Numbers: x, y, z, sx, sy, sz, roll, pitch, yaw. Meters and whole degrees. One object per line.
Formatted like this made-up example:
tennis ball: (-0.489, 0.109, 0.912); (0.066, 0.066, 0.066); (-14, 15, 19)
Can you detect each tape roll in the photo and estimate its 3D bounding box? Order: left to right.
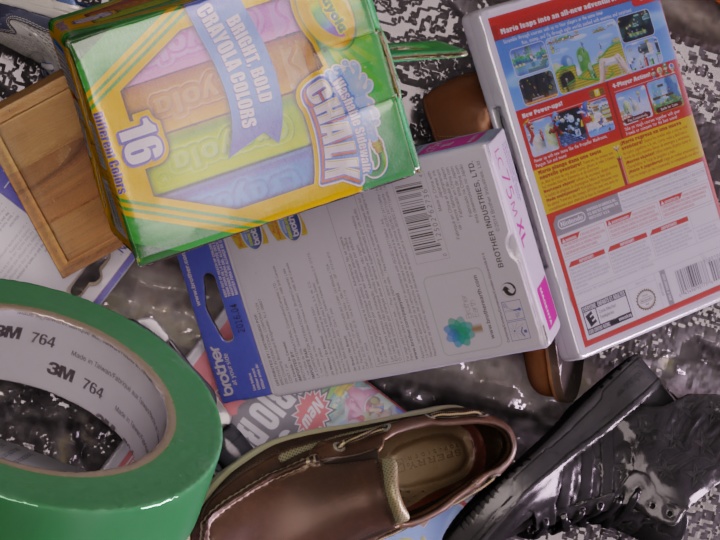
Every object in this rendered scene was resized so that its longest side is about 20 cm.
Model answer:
tape roll: (-0.171, 0.078, 1.233); (0.200, 0.201, 0.048); (17, 118, -6)

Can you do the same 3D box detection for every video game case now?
video game case: (-0.033, 0.125, 1.397); (0.200, 0.017, 0.143); (38, 83, -4)
video game case: (0.141, -0.064, 1.378); (0.143, 0.017, 0.201); (-19, 95, -38)

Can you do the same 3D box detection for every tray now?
tray: (-0.100, -0.088, 1.327); (0.199, 0.037, 0.099); (-29, 103, -5)

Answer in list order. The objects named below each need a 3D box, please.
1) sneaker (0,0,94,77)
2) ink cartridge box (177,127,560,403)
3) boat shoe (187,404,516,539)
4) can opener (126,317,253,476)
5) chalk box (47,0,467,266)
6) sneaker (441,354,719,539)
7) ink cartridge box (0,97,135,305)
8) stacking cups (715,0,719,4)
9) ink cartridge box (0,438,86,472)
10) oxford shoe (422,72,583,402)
sneaker: (-0.135, -0.095, 1.369); (0.199, 0.077, 0.085); (25, 89, -5)
ink cartridge box: (0.000, 0.000, 1.337); (0.199, 0.042, 0.120); (-12, 104, 20)
boat shoe: (-0.003, 0.117, 1.322); (0.202, 0.075, 0.075); (-22, 96, -30)
can opener: (-0.080, 0.112, 1.349); (0.053, 0.067, 0.200); (-38, 91, -6)
chalk box: (-0.047, -0.098, 1.256); (0.199, 0.124, 0.124); (-19, 102, -9)
sneaker: (0.148, 0.126, 1.390); (0.200, 0.060, 0.104); (-41, 89, -21)
ink cartridge box: (-0.220, -0.048, 1.374); (0.200, 0.039, 0.100); (39, 84, -2)
stacking cups: (0.193, -0.202, 1.425); (0.200, 0.060, 0.061); (36, 84, -9)
ink cartridge box: (-0.229, 0.128, 1.301); (0.199, 0.146, 0.083); (21, 88, 0)
oxford shoe: (0.084, -0.018, 1.404); (0.071, 0.071, 0.201); (-15, 89, 20)
